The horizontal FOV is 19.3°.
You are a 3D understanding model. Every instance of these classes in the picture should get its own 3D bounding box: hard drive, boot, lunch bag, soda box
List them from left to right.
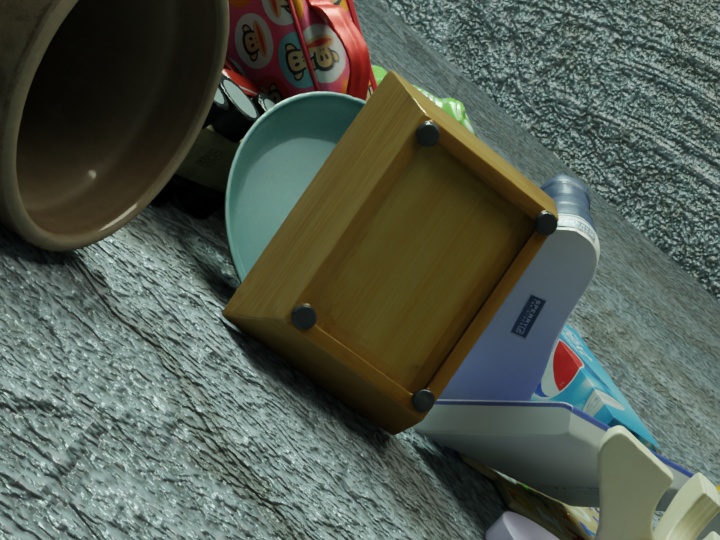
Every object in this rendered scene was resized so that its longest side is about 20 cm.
[{"bbox_3d":[-0.057,-0.156,1.608,0.082,0.176,0.200,-20,97,-41],"label":"lunch bag"},{"bbox_3d":[0.113,0.028,1.542,0.073,0.200,0.090,28,28,-10],"label":"boot"},{"bbox_3d":[0.148,0.134,1.517,0.132,0.025,0.200,-2,-21,39],"label":"hard drive"},{"bbox_3d":[0.183,0.110,1.844,0.068,0.064,0.200,35,13,-32],"label":"soda box"}]

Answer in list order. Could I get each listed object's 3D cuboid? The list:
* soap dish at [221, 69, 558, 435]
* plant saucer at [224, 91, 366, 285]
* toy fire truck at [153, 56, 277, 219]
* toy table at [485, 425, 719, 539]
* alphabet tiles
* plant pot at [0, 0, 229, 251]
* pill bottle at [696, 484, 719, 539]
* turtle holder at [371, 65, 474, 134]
[{"bbox_3d":[0.028,-0.007,1.415,0.157,0.200,0.081,37,-6,-24],"label":"soap dish"},{"bbox_3d":[-0.020,-0.026,1.500,0.200,0.200,0.036,37,-31,-25],"label":"plant saucer"},{"bbox_3d":[-0.168,-0.142,1.530,0.200,0.129,0.176,57,16,20],"label":"toy fire truck"},{"bbox_3d":[0.197,0.204,1.418,0.200,0.117,0.184,40,12,-15],"label":"toy table"},{"bbox_3d":[0.133,0.163,1.629,0.200,0.006,0.166,35,14,-29],"label":"alphabet tiles"},{"bbox_3d":[-0.203,-0.134,1.234,0.175,0.200,0.200,27,5,22],"label":"plant pot"},{"bbox_3d":[0.311,0.227,1.713,0.113,0.113,0.200,44,11,12],"label":"pill bottle"},{"bbox_3d":[0.014,-0.101,1.757,0.132,0.186,0.141,37,24,-15],"label":"turtle holder"}]
